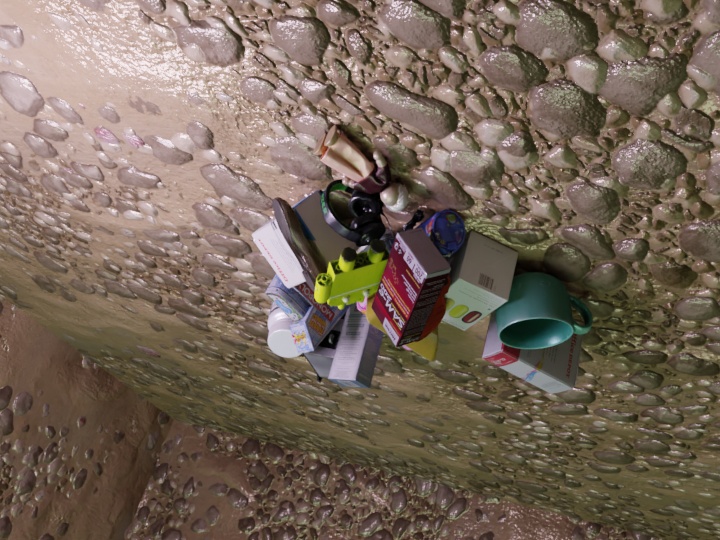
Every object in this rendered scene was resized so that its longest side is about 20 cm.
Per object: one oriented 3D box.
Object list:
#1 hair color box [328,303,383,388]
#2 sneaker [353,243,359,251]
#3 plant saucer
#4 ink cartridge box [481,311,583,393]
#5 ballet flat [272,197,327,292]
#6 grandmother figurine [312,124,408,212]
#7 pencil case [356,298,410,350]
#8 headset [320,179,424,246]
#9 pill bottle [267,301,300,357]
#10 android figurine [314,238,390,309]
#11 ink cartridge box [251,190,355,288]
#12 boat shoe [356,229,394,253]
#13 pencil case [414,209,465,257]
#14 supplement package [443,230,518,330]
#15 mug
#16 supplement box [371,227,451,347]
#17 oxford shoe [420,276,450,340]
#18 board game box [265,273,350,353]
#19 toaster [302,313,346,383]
[{"bbox_3d":[-0.003,0.177,1.707,0.097,0.205,0.060,-5,152,45],"label":"hair color box"},{"bbox_3d":[-0.059,-0.040,1.544,0.083,0.075,0.200,24,155,-15],"label":"sneaker"},{"bbox_3d":[0.103,0.065,1.519,0.197,0.204,0.048,32,130,-26],"label":"plant saucer"},{"bbox_3d":[0.378,0.160,1.536,0.196,0.149,0.083,27,152,-16],"label":"ink cartridge box"},{"bbox_3d":[-0.115,-0.054,1.379,0.204,0.046,0.067,64,162,-11],"label":"ballet flat"},{"bbox_3d":[0.007,-0.174,1.267,0.198,0.062,0.120,35,157,-22],"label":"grandmother figurine"},{"bbox_3d":[0.076,0.107,1.662,0.086,0.089,0.199,-7,144,42],"label":"pencil case"},{"bbox_3d":[0.021,-0.110,1.324,0.196,0.126,0.094,18,139,-27],"label":"headset"},{"bbox_3d":[-0.167,0.105,1.720,0.109,0.203,0.115,3,132,3],"label":"pill bottle"},{"bbox_3d":[-0.008,0.015,1.364,0.177,0.042,0.202,-16,152,-20],"label":"android figurine"},{"bbox_3d":[-0.123,-0.061,1.483,0.198,0.084,0.148,-19,109,54],"label":"ink cartridge box"},{"bbox_3d":[0.000,0.000,1.454,0.200,0.063,0.072,-43,161,25],"label":"boat shoe"},{"bbox_3d":[0.132,-0.046,1.388,0.076,0.090,0.200,2,162,-24],"label":"pencil case"},{"bbox_3d":[0.220,0.026,1.435,0.111,0.112,0.200,23,154,-7],"label":"supplement package"},{"bbox_3d":[0.358,0.079,1.422,0.182,0.118,0.151,21,145,-33],"label":"mug"},{"bbox_3d":[0.090,0.034,1.316,0.059,0.110,0.203,-13,141,-29],"label":"supplement box"},{"bbox_3d":[0.127,0.060,1.399,0.073,0.070,0.203,46,143,32],"label":"oxford shoe"},{"bbox_3d":[-0.118,0.075,1.621,0.061,0.203,0.200,-15,128,43],"label":"board game box"},{"bbox_3d":[-0.065,0.179,1.837,0.115,0.185,0.201,7,151,20],"label":"toaster"}]
